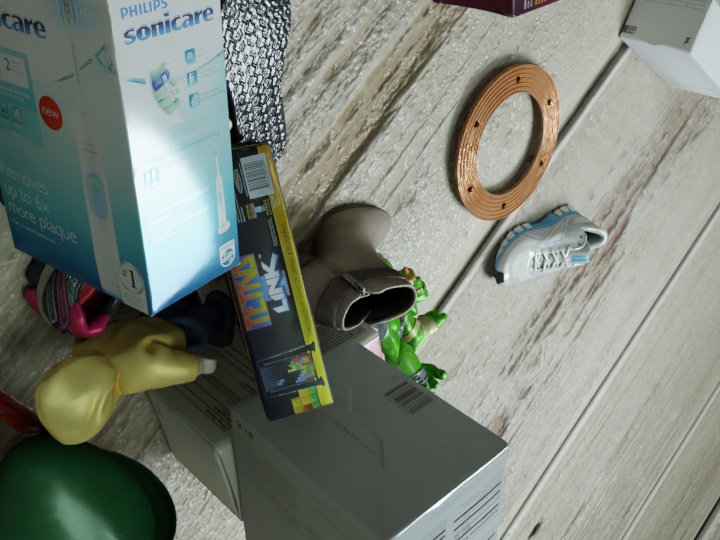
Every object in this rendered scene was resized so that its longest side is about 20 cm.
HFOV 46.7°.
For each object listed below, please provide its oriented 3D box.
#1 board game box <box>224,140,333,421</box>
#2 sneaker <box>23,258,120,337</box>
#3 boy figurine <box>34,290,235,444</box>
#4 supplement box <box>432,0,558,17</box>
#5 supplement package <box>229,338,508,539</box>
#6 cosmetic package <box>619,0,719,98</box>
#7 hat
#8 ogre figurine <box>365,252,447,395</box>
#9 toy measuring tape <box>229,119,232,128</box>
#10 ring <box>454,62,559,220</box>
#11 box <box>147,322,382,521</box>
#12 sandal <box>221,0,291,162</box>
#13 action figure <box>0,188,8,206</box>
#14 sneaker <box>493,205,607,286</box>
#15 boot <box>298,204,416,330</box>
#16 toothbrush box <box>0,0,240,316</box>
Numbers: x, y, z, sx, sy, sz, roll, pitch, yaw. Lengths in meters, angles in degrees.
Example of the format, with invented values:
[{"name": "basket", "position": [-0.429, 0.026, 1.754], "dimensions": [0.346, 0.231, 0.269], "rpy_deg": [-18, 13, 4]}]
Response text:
[{"name": "board game box", "position": [-0.082, -0.002, 0.672], "dimensions": [0.057, 0.165, 0.200], "rpy_deg": [-15, 101, -10]}, {"name": "sneaker", "position": [-0.188, -0.037, 0.677], "dimensions": [0.081, 0.075, 0.200], "rpy_deg": [30, 88, -50]}, {"name": "boy figurine", "position": [-0.180, 0.073, 0.688], "dimensions": [0.200, 0.124, 0.065], "rpy_deg": [-43, 138, -57]}, {"name": "supplement box", "position": [0.180, -0.336, 0.870], "dimensions": [0.200, 0.110, 0.086], "rpy_deg": [-29, 129, -33]}, {"name": "supplement package", "position": [0.005, 0.207, 0.729], "dimensions": [0.147, 0.191, 0.200], "rpy_deg": [-27, 132, -34]}, {"name": "cosmetic package", "position": [0.465, -0.318, 1.181], "dimensions": [0.200, 0.113, 0.081], "rpy_deg": [17, 99, -52]}, {"name": "hat", "position": [-0.232, 0.138, 0.642], "dimensions": [0.200, 0.166, 0.176], "rpy_deg": [-1, 124, -27]}, {"name": "ogre figurine", "position": [0.037, 0.057, 0.912], "dimensions": [0.120, 0.098, 0.200], "rpy_deg": [53, 37, -30]}, {"name": "toy measuring tape", "position": [-0.158, -0.178, 0.636], "dimensions": [0.200, 0.074, 0.074], "rpy_deg": [31, 88, -50]}, {"name": "ring", "position": [0.182, -0.159, 1.043], "dimensions": [0.200, 0.019, 0.201], "rpy_deg": [-25, 129, -35]}, {"name": "box", "position": [-0.087, 0.125, 0.832], "dimensions": [0.200, 0.128, 0.109], "rpy_deg": [-34, 134, -29]}, {"name": "sandal", "position": [-0.103, -0.173, 0.721], "dimensions": [0.075, 0.048, 0.201], "rpy_deg": [-30, 143, -34]}, {"name": "action figure", "position": [-0.265, -0.098, 0.568], "dimensions": [0.200, 0.069, 0.130], "rpy_deg": [-20, 119, -43]}, {"name": "sneaker", "position": [0.268, -0.029, 1.155], "dimensions": [0.200, 0.087, 0.075], "rpy_deg": [-30, 132, -31]}, {"name": "boot", "position": [0.000, 0.000, 0.840], "dimensions": [0.200, 0.146, 0.070], "rpy_deg": [-28, 128, -34]}, {"name": "toothbrush box", "position": [-0.162, -0.093, 0.531], "dimensions": [0.085, 0.146, 0.200], "rpy_deg": [-35, 137, -45]}]
